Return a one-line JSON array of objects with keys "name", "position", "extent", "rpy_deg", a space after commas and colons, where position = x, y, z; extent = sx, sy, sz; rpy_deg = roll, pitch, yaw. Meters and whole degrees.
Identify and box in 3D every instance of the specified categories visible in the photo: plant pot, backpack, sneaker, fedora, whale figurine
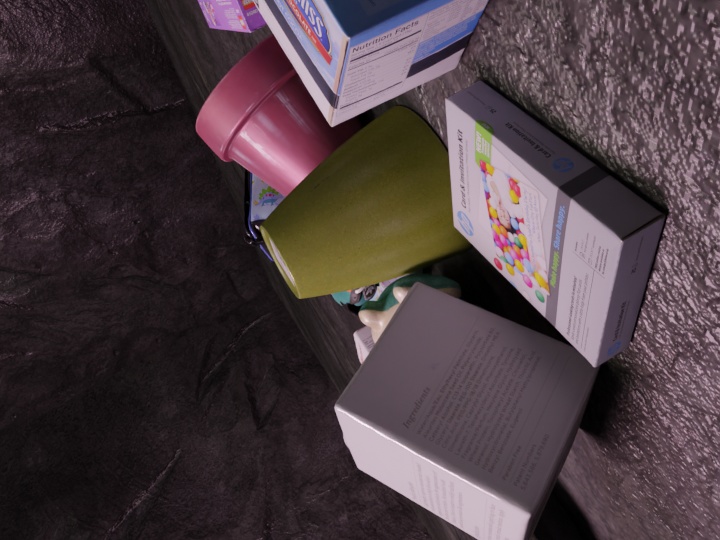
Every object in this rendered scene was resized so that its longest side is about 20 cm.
[{"name": "plant pot", "position": [-0.007, -0.058, 0.726], "extent": [0.188, 0.199, 0.187], "rpy_deg": [57, 168, 20]}, {"name": "plant pot", "position": [-0.085, -0.186, 0.844], "extent": [0.179, 0.200, 0.200], "rpy_deg": [46, 168, -2]}, {"name": "backpack", "position": [-0.099, -0.128, 1.010], "extent": [0.183, 0.146, 0.202], "rpy_deg": [63, -158, -77]}, {"name": "sneaker", "position": [0.000, 0.000, 0.950], "extent": [0.080, 0.071, 0.200], "rpy_deg": [49, 155, 16]}, {"name": "fedora", "position": [0.243, 0.361, 0.890], "extent": [0.201, 0.091, 0.201], "rpy_deg": [57, 167, 20]}, {"name": "whale figurine", "position": [0.077, 0.039, 0.788], "extent": [0.200, 0.158, 0.105], "rpy_deg": [81, -169, -66]}]

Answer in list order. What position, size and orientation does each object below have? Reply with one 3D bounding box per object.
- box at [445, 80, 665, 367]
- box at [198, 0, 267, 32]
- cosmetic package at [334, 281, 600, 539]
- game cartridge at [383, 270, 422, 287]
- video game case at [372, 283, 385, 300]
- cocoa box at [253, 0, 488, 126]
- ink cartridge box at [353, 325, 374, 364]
[{"name": "box", "position": [0.144, -0.040, 0.520], "extent": [0.200, 0.041, 0.156], "rpy_deg": [54, 166, 38]}, {"name": "box", "position": [-0.089, -0.300, 0.675], "extent": [0.200, 0.136, 0.039], "rpy_deg": [41, 157, 58]}, {"name": "cosmetic package", "position": [0.106, 0.150, 0.643], "extent": [0.199, 0.165, 0.165], "rpy_deg": [24, 150, 24]}, {"name": "game cartridge", "position": [0.033, -0.044, 0.951], "extent": [0.200, 0.038, 0.130], "rpy_deg": [50, 149, 45]}, {"name": "video game case", "position": [0.038, 0.030, 1.099], "extent": [0.143, 0.017, 0.202], "rpy_deg": [-154, 48, -70]}, {"name": "cocoa box", "position": [-0.011, -0.243, 0.481], "extent": [0.201, 0.133, 0.131], "rpy_deg": [59, 167, 7]}, {"name": "ink cartridge box", "position": [0.075, 0.209, 1.275], "extent": [0.200, 0.084, 0.145], "rpy_deg": [55, 166, 28]}]
